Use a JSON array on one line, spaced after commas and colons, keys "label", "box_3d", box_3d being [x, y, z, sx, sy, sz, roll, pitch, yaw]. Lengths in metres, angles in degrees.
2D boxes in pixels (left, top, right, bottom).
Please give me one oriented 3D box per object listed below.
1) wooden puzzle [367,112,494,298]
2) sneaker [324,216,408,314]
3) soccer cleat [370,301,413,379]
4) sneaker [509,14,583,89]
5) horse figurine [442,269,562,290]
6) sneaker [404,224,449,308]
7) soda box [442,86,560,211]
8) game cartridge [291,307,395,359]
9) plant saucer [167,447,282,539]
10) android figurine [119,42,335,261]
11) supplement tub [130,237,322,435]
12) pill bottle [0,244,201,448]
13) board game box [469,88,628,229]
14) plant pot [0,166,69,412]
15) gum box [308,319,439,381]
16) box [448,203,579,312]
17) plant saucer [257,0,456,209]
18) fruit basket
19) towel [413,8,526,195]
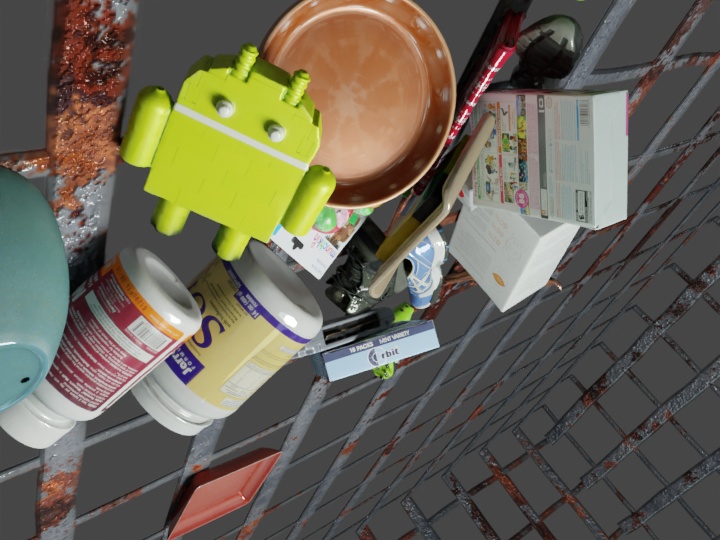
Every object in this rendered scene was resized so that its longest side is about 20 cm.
[{"label": "wooden puzzle", "box_3d": [0.080, -0.081, 0.850, 0.200, 0.037, 0.186, -54, -177, 47]}, {"label": "sneaker", "box_3d": [0.000, 0.000, 0.982, 0.114, 0.076, 0.200, -36, 155, -7]}, {"label": "soccer cleat", "box_3d": [0.060, 0.136, 1.313, 0.081, 0.067, 0.201, -40, 158, -31]}, {"label": "sneaker", "box_3d": [0.228, -0.268, 0.844, 0.080, 0.075, 0.200, -51, 177, 0]}, {"label": "horse figurine", "box_3d": [0.259, 0.003, 1.268, 0.132, 0.199, 0.051, -22, 115, -39]}, {"label": "sneaker", "box_3d": [0.087, -0.004, 1.118, 0.076, 0.076, 0.201, -18, 145, -12]}, {"label": "soda box", "box_3d": [0.211, -0.176, 0.995, 0.199, 0.064, 0.068, -37, 155, -6]}, {"label": "game cartridge", "box_3d": [-0.057, 0.095, 1.035, 0.132, 0.042, 0.199, -11, -179, 40]}, {"label": "plant saucer", "box_3d": [-0.269, 0.422, 1.363, 0.199, 0.037, 0.200, -12, 143, -44]}, {"label": "android figurine", "box_3d": [-0.109, -0.098, 0.607, 0.181, 0.041, 0.201, 25, 125, -16]}, {"label": "supplement tub", "box_3d": [-0.157, 0.076, 0.808, 0.200, 0.146, 0.145, -43, 155, 7]}, {"label": "pill bottle", "box_3d": [-0.265, 0.077, 0.702, 0.200, 0.110, 0.110, -40, 155, 1]}, {"label": "board game box", "box_3d": [0.219, -0.141, 0.846, 0.064, 0.199, 0.149, -18, 112, -31]}, {"label": "plant pot", "box_3d": [-0.311, 0.036, 0.542, 0.199, 0.135, 0.201, -31, 155, -17]}, {"label": "gum box", "box_3d": [0.013, 0.120, 1.088, 0.168, 0.045, 0.200, -16, 178, -12]}, {"label": "box", "box_3d": [0.242, -0.062, 1.124, 0.106, 0.153, 0.201, -27, 154, -24]}, {"label": "plant saucer", "box_3d": [-0.007, -0.158, 0.654, 0.198, 0.032, 0.203, -7, 112, -17]}, {"label": "fruit basket", "box_3d": [-0.010, -0.092, 0.766, 0.201, 0.093, 0.185, -56, 156, -6]}, {"label": "towel", "box_3d": [0.124, -0.193, 0.809, 0.201, 0.022, 0.145, -60, -178, 38]}]
